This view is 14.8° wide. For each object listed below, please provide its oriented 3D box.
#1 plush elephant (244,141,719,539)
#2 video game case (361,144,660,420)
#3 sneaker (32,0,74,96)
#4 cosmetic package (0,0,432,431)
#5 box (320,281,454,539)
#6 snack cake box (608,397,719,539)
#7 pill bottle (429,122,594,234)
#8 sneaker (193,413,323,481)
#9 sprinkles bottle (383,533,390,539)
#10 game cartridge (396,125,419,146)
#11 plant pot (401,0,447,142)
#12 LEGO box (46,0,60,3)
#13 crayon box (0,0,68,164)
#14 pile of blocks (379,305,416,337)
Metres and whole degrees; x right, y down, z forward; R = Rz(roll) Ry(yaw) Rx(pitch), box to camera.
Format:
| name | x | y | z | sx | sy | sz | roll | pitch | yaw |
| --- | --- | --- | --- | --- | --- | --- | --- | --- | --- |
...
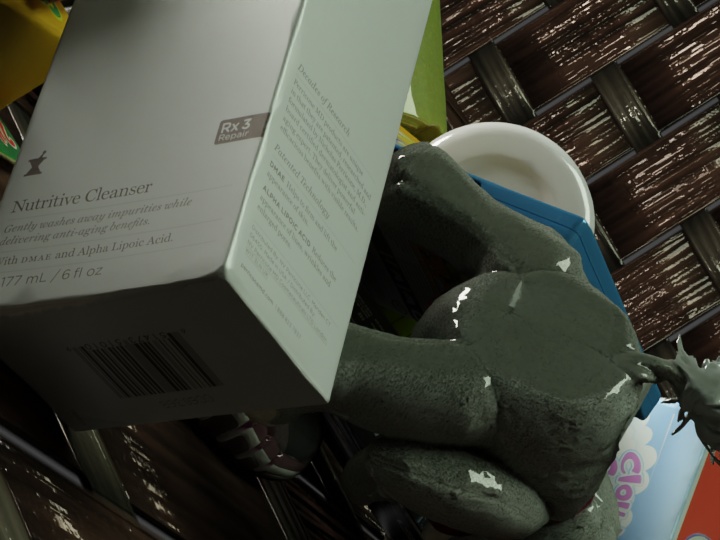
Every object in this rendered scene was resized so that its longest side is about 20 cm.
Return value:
| name | x | y | z | sx | sy | sz | roll | pitch | yaw |
| --- | --- | --- | --- | --- | --- | --- | --- | --- | --- |
| plush elephant | 0.056 | 0.070 | 1.128 | 0.165 | 0.200 | 0.155 | -64 | 172 | -46 |
| video game case | 0.036 | -0.010 | 1.264 | 0.200 | 0.018 | 0.143 | 24 | -24 | 34 |
| sneaker | -0.130 | -0.132 | 1.289 | 0.114 | 0.076 | 0.200 | 58 | 9 | -62 |
| cosmetic package | -0.053 | -0.048 | 0.995 | 0.081 | 0.113 | 0.200 | 52 | 39 | -43 |
| box | 0.023 | 0.091 | 1.306 | 0.200 | 0.044 | 0.160 | 55 | -8 | 31 |
| snack cake box | 0.141 | 0.176 | 1.394 | 0.115 | 0.067 | 0.200 | 50 | 55 | -44 |
| pill bottle | 0.071 | -0.004 | 1.594 | 0.112 | 0.112 | 0.200 | 60 | -9 | 13 |
| sneaker | -0.034 | 0.011 | 1.176 | 0.200 | 0.115 | 0.076 | 48 | 12 | -51 |
| sprinkles bottle | 0.088 | 0.189 | 1.448 | 0.200 | 0.068 | 0.068 | 53 | 9 | -32 |
| game cartridge | -0.009 | -0.075 | 1.412 | 0.176 | 0.032 | 0.200 | 42 | 4 | 35 |
| plant pot | -0.024 | -0.133 | 1.670 | 0.200 | 0.200 | 0.190 | 48 | 24 | -53 |
| LEGO box | -0.106 | -0.200 | 1.165 | 0.149 | 0.077 | 0.200 | 57 | 19 | 1 |
| crayon box | -0.179 | -0.142 | 1.108 | 0.200 | 0.051 | 0.127 | 60 | 7 | 13 |
| pile of blocks | 0.000 | 0.000 | 1.442 | 0.200 | 0.062 | 0.082 | 52 | 9 | -35 |
